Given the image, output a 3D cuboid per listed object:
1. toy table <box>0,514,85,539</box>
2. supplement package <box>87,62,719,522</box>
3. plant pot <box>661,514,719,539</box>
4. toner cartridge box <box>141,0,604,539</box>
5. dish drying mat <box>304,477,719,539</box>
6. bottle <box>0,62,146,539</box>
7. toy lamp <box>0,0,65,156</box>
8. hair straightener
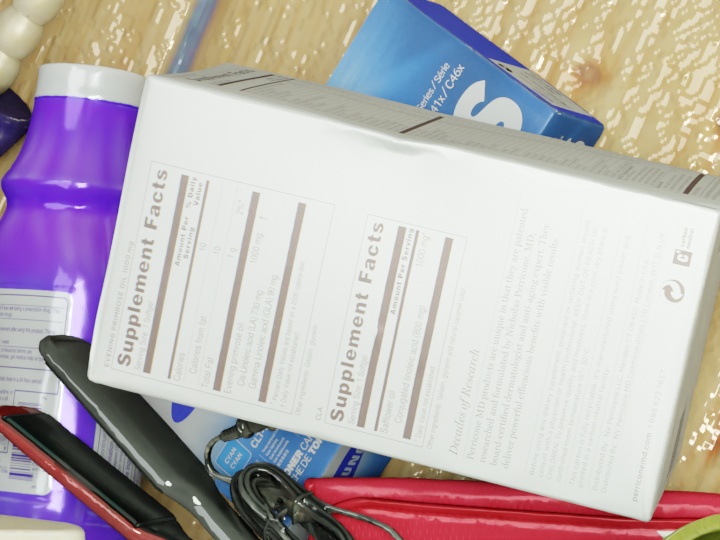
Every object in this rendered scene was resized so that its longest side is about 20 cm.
[{"bbox_3d":[-0.203,0.093,0.982,0.117,0.184,0.200,-173,74,-73],"label":"toy table"},{"bbox_3d":[0.022,0.003,0.936,0.200,0.114,0.110,14,99,10],"label":"supplement package"},{"bbox_3d":[0.071,0.200,0.892,0.193,0.200,0.201,-22,72,41],"label":"plant pot"},{"bbox_3d":[0.000,0.000,1.037,0.095,0.043,0.200,39,104,31],"label":"toner cartridge box"},{"bbox_3d":[0.072,0.116,0.970,0.200,0.018,0.077,1,105,25],"label":"dish drying mat"},{"bbox_3d":[-0.121,0.017,1.096,0.083,0.065,0.200,1,83,47],"label":"bottle"},{"bbox_3d":[-0.135,-0.121,1.133,0.058,0.058,0.200,41,103,30],"label":"toy lamp"},{"bbox_3d":[-0.050,0.084,0.992,0.200,0.041,0.077,40,106,26],"label":"hair straightener"}]
